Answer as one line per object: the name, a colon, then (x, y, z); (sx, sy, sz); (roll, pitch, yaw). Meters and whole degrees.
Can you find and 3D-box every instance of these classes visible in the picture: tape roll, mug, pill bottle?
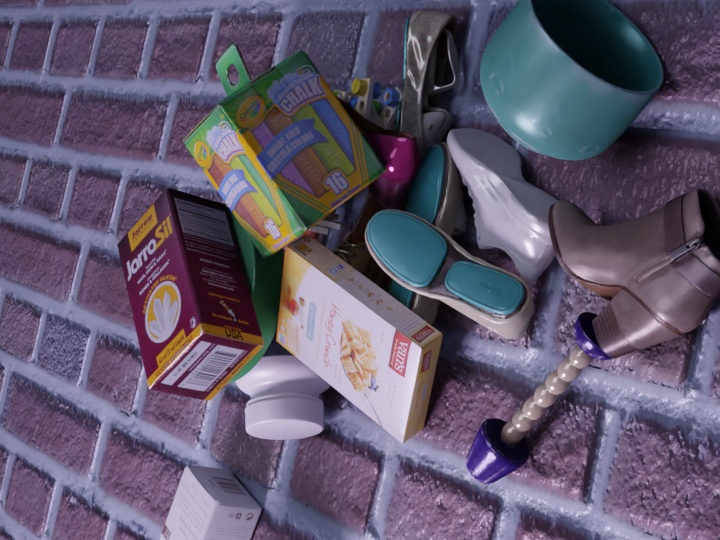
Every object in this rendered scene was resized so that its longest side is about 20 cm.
tape roll: (-0.165, 0.028, 1.680); (0.200, 0.048, 0.202); (-18, 65, 45)
mug: (0.196, -0.180, 1.369); (0.152, 0.184, 0.115); (53, 128, 20)
pill bottle: (-0.088, 0.088, 1.701); (0.119, 0.119, 0.202); (-27, 59, 49)

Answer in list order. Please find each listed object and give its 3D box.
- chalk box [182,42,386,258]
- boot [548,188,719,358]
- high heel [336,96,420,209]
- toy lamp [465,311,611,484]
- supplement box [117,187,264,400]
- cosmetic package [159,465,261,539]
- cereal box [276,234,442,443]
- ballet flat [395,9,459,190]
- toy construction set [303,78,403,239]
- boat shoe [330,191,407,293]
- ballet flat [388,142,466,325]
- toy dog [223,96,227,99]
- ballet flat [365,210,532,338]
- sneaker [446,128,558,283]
chalk box: (-0.094, -0.138, 1.530); (0.201, 0.124, 0.124); (54, 153, -2)
boot: (0.252, -0.023, 1.300); (0.146, 0.070, 0.201); (-43, 48, 31)
high heel: (-0.001, -0.163, 1.582); (0.200, 0.067, 0.097); (46, 141, 28)
toy lamp: (0.166, 0.126, 1.375); (0.200, 0.058, 0.058); (-55, 40, 31)
supplement box: (-0.188, 0.025, 1.604); (0.110, 0.085, 0.201); (-44, 48, 32)
cosmetic package: (-0.202, 0.355, 1.823); (0.102, 0.074, 0.201); (36, 108, 54)
cereal box: (-0.006, 0.072, 1.547); (0.200, 0.039, 0.145); (36, 138, 29)
ballet flat: (0.074, -0.188, 1.605); (0.062, 0.067, 0.202); (3, 87, 23)
toy construction set: (-0.020, -0.129, 1.707); (0.131, 0.092, 0.201); (26, 90, 55)
boat shoe: (0.000, 0.000, 1.641); (0.075, 0.073, 0.202); (15, 92, 56)
ballet flat: (0.077, -0.032, 1.551); (0.069, 0.069, 0.202); (9, 82, 56)
toy dog: (-0.117, -0.121, 1.838); (0.097, 0.131, 0.202); (84, -176, -63)
ballet flat: (0.089, 0.007, 1.463); (0.199, 0.069, 0.070); (33, 108, 30)
sneaker: (0.134, -0.067, 1.480); (0.200, 0.075, 0.089); (58, 137, 45)
